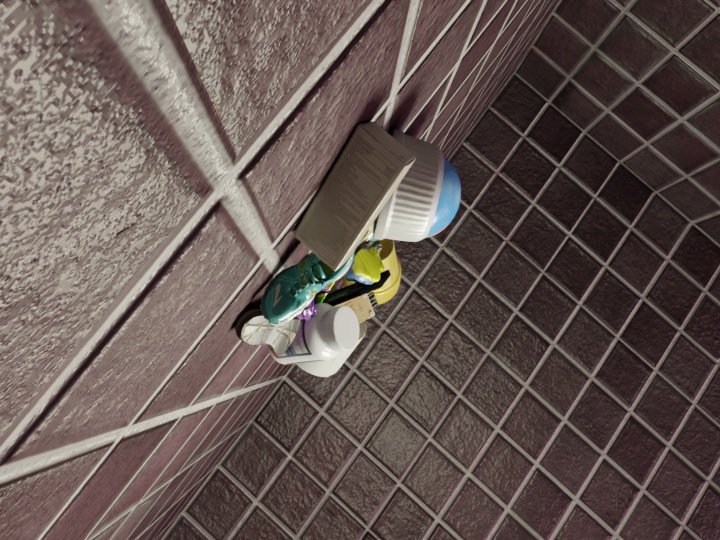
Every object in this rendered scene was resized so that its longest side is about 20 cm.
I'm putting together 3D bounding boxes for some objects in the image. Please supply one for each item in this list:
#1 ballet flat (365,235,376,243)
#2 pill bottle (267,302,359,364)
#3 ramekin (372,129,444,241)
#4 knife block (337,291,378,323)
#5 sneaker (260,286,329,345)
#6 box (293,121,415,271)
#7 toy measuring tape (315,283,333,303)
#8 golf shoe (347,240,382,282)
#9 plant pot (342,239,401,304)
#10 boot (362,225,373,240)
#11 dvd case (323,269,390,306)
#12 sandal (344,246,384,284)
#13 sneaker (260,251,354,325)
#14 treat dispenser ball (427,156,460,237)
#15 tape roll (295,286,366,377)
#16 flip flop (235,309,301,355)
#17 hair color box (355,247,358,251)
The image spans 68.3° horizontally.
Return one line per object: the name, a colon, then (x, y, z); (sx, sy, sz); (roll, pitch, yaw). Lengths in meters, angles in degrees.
ballet flat: (0.004, -0.087, 1.475); (0.070, 0.068, 0.201); (-33, 165, -46)
pill bottle: (-0.102, 0.136, 1.154); (0.195, 0.123, 0.120); (-12, -157, 37)
ramekin: (0.090, -0.152, 1.011); (0.200, 0.101, 0.209); (-168, -91, -88)
knife block: (-0.040, 0.100, 1.332); (0.195, 0.066, 0.175); (-26, -175, -18)
sneaker: (-0.134, 0.076, 1.073); (0.202, 0.088, 0.081); (-51, 178, -10)
box: (-0.010, -0.112, 0.810); (0.202, 0.094, 0.078); (-53, 177, 26)
toy measuring tape: (-0.076, -0.010, 1.191); (0.204, 0.072, 0.074); (-57, 176, 3)
golf shoe: (-0.013, -0.038, 1.375); (0.077, 0.089, 0.200); (-42, -179, -31)
plant pot: (0.037, -0.027, 1.676); (0.202, 0.197, 0.191); (-49, 160, -26)
boot: (-0.010, -0.102, 1.102); (0.201, 0.072, 0.155); (-50, 177, -9)
dvd case: (-0.027, 0.053, 1.269); (0.194, 0.018, 0.143); (-22, -174, 16)
sandal: (0.000, 0.000, 1.202); (0.085, 0.082, 0.200); (-26, 177, 11)
sneaker: (-0.089, 0.012, 0.904); (0.199, 0.078, 0.080); (-41, -176, -13)
treat dispenser ball: (0.137, -0.180, 1.241); (0.203, 0.199, 0.201); (-51, 177, -4)
tape roll: (-0.099, 0.154, 1.405); (0.140, 0.201, 0.203); (-51, 177, 29)
flip flop: (-0.171, 0.104, 0.975); (0.083, 0.057, 0.199); (-58, 154, 1)
hair color box: (-0.057, -0.029, 1.278); (0.202, 0.063, 0.111); (-53, 177, 16)
